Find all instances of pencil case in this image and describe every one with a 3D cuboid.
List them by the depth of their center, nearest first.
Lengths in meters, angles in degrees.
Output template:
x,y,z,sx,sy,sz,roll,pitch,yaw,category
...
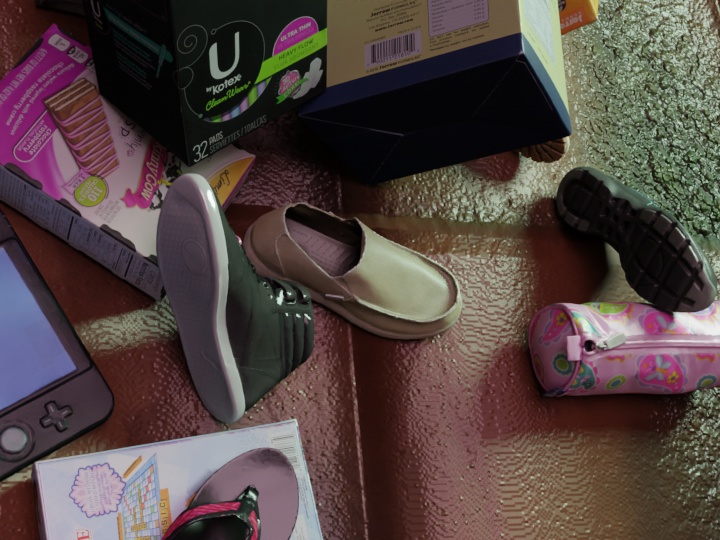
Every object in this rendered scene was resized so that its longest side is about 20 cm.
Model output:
x,y,z,sx,sy,sz,roll,pitch,yaw,category
0.249,0.069,0.957,0.198,0.087,0.088,1,66,-22,pencil case

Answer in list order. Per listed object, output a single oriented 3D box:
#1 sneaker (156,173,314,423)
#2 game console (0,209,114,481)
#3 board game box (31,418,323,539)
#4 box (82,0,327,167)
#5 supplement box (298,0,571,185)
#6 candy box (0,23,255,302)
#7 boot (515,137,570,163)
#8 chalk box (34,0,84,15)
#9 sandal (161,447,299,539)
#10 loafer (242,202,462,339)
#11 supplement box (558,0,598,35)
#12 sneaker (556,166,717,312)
x,y,z,sx,sy,sz,roll,pitch,yaw,category
-0.091,0.009,0.822,0.099,0.070,0.202,-31,123,-39,sneaker
-0.284,0.043,0.742,0.175,0.116,0.201,-28,80,-29,game console
-0.121,0.222,0.767,0.198,0.041,0.202,-5,69,-24,board game box
-0.114,-0.210,0.787,0.148,0.201,0.124,-35,57,-30,box
0.063,-0.210,0.928,0.134,0.198,0.201,41,43,-55,supplement box
-0.205,-0.087,0.865,0.199,0.061,0.137,33,59,-5,candy box
0.155,-0.201,1.054,0.107,0.075,0.201,-30,79,-35,boot
-0.171,-0.293,0.937,0.198,0.124,0.125,9,64,-19,chalk box
-0.110,0.199,0.731,0.075,0.045,0.200,46,59,4,sandal
0.000,0.000,0.900,0.198,0.068,0.076,18,61,-13,loafer
0.171,-0.332,1.061,0.201,0.066,0.069,58,23,-26,supplement box
0.266,-0.034,0.986,0.079,0.076,0.200,6,33,-36,sneaker
